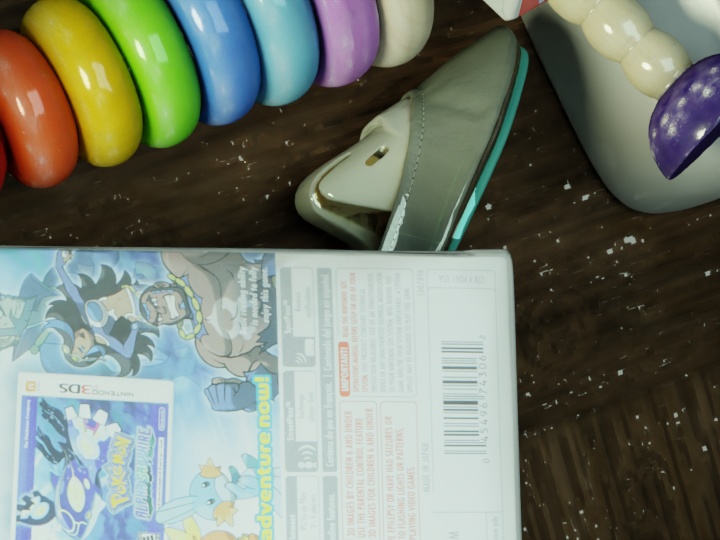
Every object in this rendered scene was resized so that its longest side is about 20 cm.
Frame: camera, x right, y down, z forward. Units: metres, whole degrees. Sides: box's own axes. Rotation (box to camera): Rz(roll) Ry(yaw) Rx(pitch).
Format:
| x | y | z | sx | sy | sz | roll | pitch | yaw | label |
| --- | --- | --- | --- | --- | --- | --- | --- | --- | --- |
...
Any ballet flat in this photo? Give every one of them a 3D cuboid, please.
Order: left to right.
| x | y | z | sx | sy | sz | roll | pitch | yaw | label |
| --- | --- | --- | --- | --- | --- | --- | --- | --- | --- |
| 0.000 | 0.000 | 1.013 | 0.063 | 0.067 | 0.201 | 22 | 78 | -12 | ballet flat |

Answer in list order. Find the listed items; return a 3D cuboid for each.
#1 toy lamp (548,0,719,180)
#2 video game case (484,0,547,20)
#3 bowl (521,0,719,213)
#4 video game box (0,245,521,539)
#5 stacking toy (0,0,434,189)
| x | y | z | sx | sy | sz | roll | pitch | yaw | label |
| --- | --- | --- | --- | --- | --- | --- | --- | --- | --- |
| 0.050 | -0.117 | 1.019 | 0.058 | 0.058 | 0.200 | -41 | 82 | -21 | toy lamp |
| 0.077 | -0.172 | 1.001 | 0.200 | 0.017 | 0.143 | -31 | 63 | -28 | video game case |
| 0.151 | -0.140 | 1.084 | 0.199 | 0.075 | 0.201 | -25 | 96 | -24 | bowl |
| -0.041 | 0.093 | 0.924 | 0.181 | 0.047 | 0.201 | 2 | 80 | -16 | video game box |
| -0.078 | -0.071 | 0.975 | 0.199 | 0.085 | 0.086 | -26 | 98 | -19 | stacking toy |
